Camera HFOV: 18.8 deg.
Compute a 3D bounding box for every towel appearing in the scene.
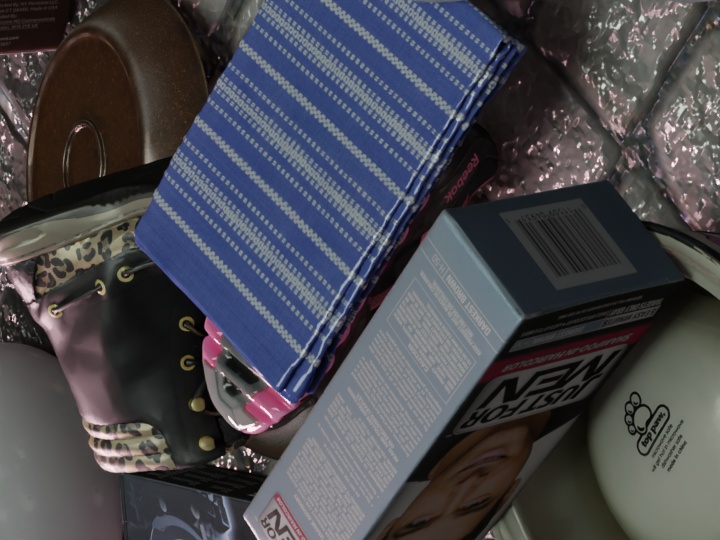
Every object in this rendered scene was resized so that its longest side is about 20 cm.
[{"bbox_3d":[-0.020,-0.056,1.005,0.145,0.024,0.200,43,108,37],"label":"towel"}]

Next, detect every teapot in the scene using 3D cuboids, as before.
[{"bbox_3d":[-0.249,0.146,1.335,0.200,0.146,0.198,47,130,31],"label":"teapot"}]

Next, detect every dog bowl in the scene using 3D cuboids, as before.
[{"bbox_3d":[0.141,0.074,0.933,0.200,0.074,0.201,14,109,47],"label":"dog bowl"}]

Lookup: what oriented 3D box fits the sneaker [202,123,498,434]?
[{"bbox_3d":[0.000,0.000,1.055,0.079,0.095,0.200,48,116,28],"label":"sneaker"}]

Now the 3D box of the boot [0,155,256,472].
[{"bbox_3d":[-0.085,0.020,1.126,0.199,0.073,0.151,-13,107,20],"label":"boot"}]

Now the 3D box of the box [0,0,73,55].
[{"bbox_3d":[-0.202,-0.234,1.260,0.100,0.075,0.201,44,126,34],"label":"box"}]

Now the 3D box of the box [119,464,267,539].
[{"bbox_3d":[-0.052,0.197,1.199,0.200,0.043,0.161,7,103,47],"label":"box"}]

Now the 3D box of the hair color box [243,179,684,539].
[{"bbox_3d":[0.039,0.056,0.914,0.061,0.099,0.200,55,133,25],"label":"hair color box"}]

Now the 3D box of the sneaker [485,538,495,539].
[{"bbox_3d":[0.022,0.210,1.082,0.200,0.080,0.078,-44,19,18],"label":"sneaker"}]

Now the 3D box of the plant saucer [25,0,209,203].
[{"bbox_3d":[-0.144,-0.059,1.226,0.200,0.034,0.201,-6,83,58],"label":"plant saucer"}]

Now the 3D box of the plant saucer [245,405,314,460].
[{"bbox_3d":[-0.059,0.008,1.179,0.200,0.032,0.201,12,106,46],"label":"plant saucer"}]

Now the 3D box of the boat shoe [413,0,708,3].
[{"bbox_3d":[0.101,-0.164,0.928,0.201,0.075,0.086,-2,53,26],"label":"boat shoe"}]
